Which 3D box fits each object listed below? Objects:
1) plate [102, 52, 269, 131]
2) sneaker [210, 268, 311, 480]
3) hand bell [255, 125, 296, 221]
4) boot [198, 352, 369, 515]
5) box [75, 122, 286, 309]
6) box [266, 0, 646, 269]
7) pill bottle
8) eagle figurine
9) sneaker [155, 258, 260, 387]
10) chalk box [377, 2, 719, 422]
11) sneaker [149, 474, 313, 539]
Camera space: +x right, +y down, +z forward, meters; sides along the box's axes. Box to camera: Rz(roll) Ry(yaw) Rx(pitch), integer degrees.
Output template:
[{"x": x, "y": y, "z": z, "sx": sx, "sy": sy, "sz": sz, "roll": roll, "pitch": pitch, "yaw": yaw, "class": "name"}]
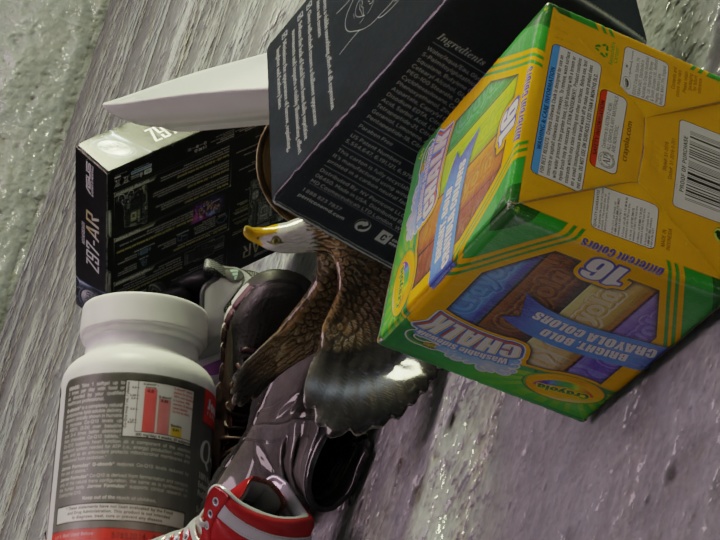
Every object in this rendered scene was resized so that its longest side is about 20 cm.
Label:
[{"x": -0.045, "y": -0.131, "z": 1.575, "sx": 0.199, "sy": 0.200, "sz": 0.033, "roll": -3, "pitch": 104, "yaw": 38, "class": "plate"}, {"x": -0.071, "y": 0.106, "z": 1.654, "sx": 0.116, "sy": 0.075, "sz": 0.201, "roll": -101, "pitch": 24, "yaw": -54, "class": "sneaker"}, {"x": -0.022, "y": -0.104, "z": 1.743, "sx": 0.200, "sy": 0.104, "sz": 0.105, "roll": -82, "pitch": 17, "yaw": -75, "class": "hand bell"}, {"x": -0.049, "y": 0.147, "z": 1.520, "sx": 0.132, "sy": 0.069, "sz": 0.201, "roll": 17, "pitch": 93, "yaw": 68, "class": "boot"}, {"x": -0.131, "y": -0.059, "z": 1.767, "sx": 0.043, "sy": 0.199, "sz": 0.161, "roll": 39, "pitch": 141, "yaw": 33, "class": "box"}, {"x": 0.046, "y": -0.124, "z": 1.235, "sx": 0.200, "sy": 0.107, "sz": 0.149, "roll": -47, "pitch": 28, "yaw": 31, "class": "box"}, {"x": -0.163, "y": 0.125, "z": 1.625, "sx": 0.116, "sy": 0.115, "sz": 0.201, "roll": 142, "pitch": 135, "yaw": -62, "class": "pill bottle"}, {"x": -0.008, "y": 0.000, "z": 1.446, "sx": 0.152, "sy": 0.150, "sz": 0.202, "roll": -7, "pitch": -80, "yaw": -78, "class": "eagle figurine"}, {"x": -0.131, "y": 0.060, "z": 1.759, "sx": 0.200, "sy": 0.139, "sz": 0.078, "roll": -57, "pitch": 20, "yaw": 36, "class": "sneaker"}, {"x": 0.091, "y": -0.016, "z": 1.124, "sx": 0.200, "sy": 0.123, "sz": 0.125, "roll": 133, "pitch": 154, "yaw": -53, "class": "chalk box"}, {"x": -0.111, "y": 0.180, "z": 1.478, "sx": 0.199, "sy": 0.071, "sz": 0.113, "roll": 9, "pitch": 98, "yaw": 32, "class": "sneaker"}]
